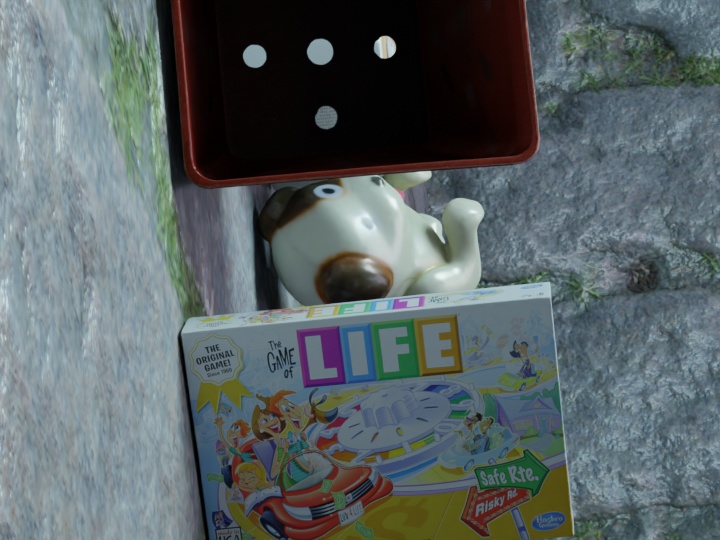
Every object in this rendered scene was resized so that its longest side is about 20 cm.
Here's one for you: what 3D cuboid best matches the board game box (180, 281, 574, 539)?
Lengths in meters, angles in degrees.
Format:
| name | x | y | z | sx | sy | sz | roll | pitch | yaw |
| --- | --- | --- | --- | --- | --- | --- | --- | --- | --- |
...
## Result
| name | x | y | z | sx | sy | sz | roll | pitch | yaw |
| --- | --- | --- | --- | --- | --- | --- | --- | --- | --- |
| board game box | 0.011 | 0.084 | 1.215 | 0.034 | 0.199 | 0.135 | -73 | 157 | -76 |

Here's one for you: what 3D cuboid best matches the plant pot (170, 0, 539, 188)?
| name | x | y | z | sx | sy | sz | roll | pitch | yaw |
| --- | --- | --- | --- | --- | --- | --- | --- | --- | --- |
| plant pot | -0.017 | -0.144 | 1.327 | 0.176 | 0.199 | 0.201 | 145 | -59 | -81 |

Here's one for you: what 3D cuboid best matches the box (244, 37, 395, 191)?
| name | x | y | z | sx | sy | sz | roll | pitch | yaw |
| --- | --- | --- | --- | --- | --- | --- | --- | --- | --- |
| box | -0.029 | -0.165 | 1.603 | 0.200 | 0.106 | 0.153 | 70 | 15 | -71 |

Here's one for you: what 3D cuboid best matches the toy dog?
| name | x | y | z | sx | sy | sz | roll | pitch | yaw |
| --- | --- | --- | --- | --- | --- | --- | --- | --- | --- |
| toy dog | 0.000 | 0.000 | 1.610 | 0.140 | 0.193 | 0.200 | 56 | 1 | 30 |
